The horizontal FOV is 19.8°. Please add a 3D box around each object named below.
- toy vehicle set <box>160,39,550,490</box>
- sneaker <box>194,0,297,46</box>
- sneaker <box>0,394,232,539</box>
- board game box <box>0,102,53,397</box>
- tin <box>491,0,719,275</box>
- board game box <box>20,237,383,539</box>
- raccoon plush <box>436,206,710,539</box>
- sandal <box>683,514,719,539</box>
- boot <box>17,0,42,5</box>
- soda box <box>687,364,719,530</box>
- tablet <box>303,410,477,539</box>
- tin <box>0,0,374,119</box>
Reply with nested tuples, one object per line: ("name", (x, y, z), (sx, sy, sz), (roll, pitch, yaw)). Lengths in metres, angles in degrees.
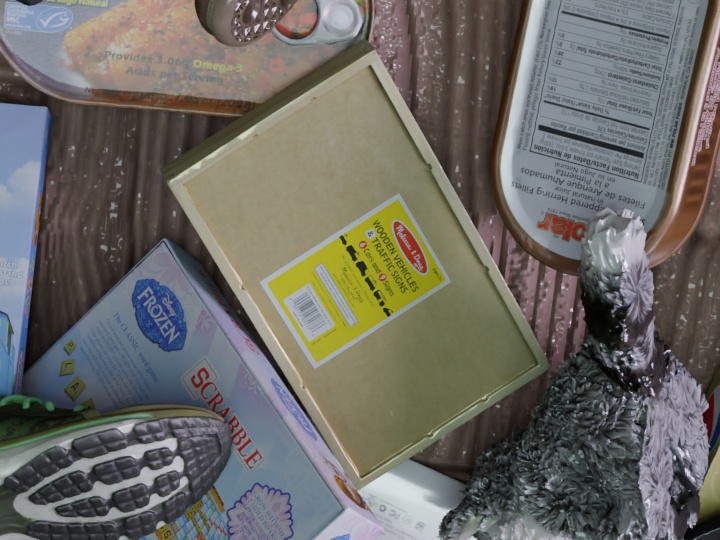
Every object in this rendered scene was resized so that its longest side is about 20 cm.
("toy vehicle set", (0.000, 0.000, 1.062), (0.124, 0.027, 0.201), (-31, 110, -2))
("sneaker", (-0.048, -0.202, 1.009), (0.075, 0.071, 0.201), (17, 71, 19))
("sneaker", (-0.162, 0.082, 0.985), (0.198, 0.089, 0.077), (-9, 133, -6))
("board game box", (-0.243, 0.010, 1.050), (0.150, 0.037, 0.202), (5, 80, -2))
("tin", (0.128, -0.095, 1.036), (0.111, 0.042, 0.202), (19, 104, 32))
("board game box", (-0.116, 0.120, 1.039), (0.199, 0.041, 0.200), (-42, 54, 8))
("raccoon plush", (0.099, 0.062, 1.049), (0.133, 0.097, 0.202), (1, 103, 32))
("sandal", (0.243, 0.130, 1.042), (0.199, 0.045, 0.076), (-28, 108, -3))
("boot", (-0.172, -0.239, 0.951), (0.157, 0.080, 0.212), (27, 128, -8))
("soda box", (0.225, 0.065, 1.083), (0.067, 0.064, 0.201), (21, 101, -6))
("tablet", (0.000, 0.161, 1.125), (0.199, 0.014, 0.131), (25, 100, -5))
("tin", (-0.092, -0.139, 1.054), (0.198, 0.042, 0.113), (6, 105, -2))
